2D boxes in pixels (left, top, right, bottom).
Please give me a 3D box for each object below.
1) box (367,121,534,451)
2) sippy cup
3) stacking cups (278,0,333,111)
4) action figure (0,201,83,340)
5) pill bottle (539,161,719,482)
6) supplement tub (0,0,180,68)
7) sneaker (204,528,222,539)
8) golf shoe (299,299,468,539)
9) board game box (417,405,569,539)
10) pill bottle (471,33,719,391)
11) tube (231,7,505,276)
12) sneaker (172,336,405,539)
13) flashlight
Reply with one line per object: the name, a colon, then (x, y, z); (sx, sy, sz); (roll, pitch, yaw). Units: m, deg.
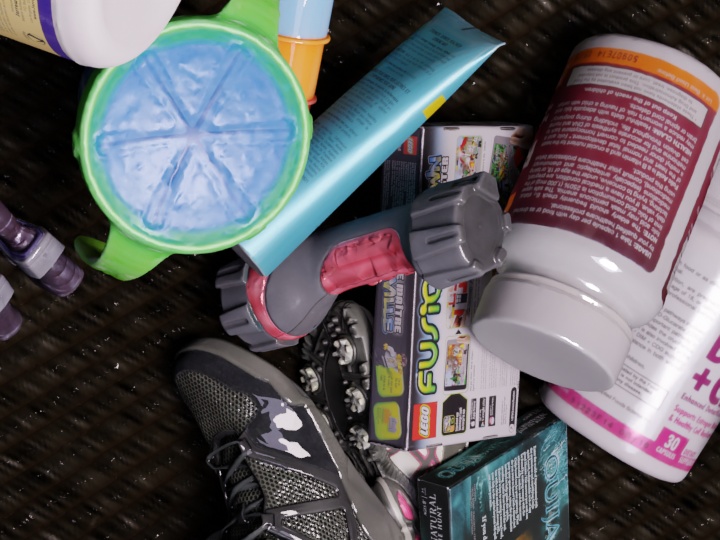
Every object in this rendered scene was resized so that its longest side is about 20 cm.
box: (0.058, 0.007, 1.451); (0.110, 0.035, 0.202); (-3, 99, -46)
sippy cup: (-0.109, -0.091, 1.350); (0.177, 0.130, 0.140); (-29, 112, -6)
stacking cups: (-0.044, -0.165, 1.394); (0.060, 0.061, 0.202); (6, 109, -21)
action figure: (-0.240, -0.039, 1.324); (0.130, 0.069, 0.200); (-47, 142, -16)
pill bottle: (0.213, 0.027, 1.512); (0.113, 0.113, 0.201); (27, 98, -25)
supplement tub: (-0.197, -0.203, 1.234); (0.199, 0.145, 0.147); (20, 104, 16)
sneaker: (-0.041, 0.220, 1.514); (0.198, 0.075, 0.116); (8, 103, -20)
golf shoe: (0.020, 0.098, 1.503); (0.088, 0.077, 0.201); (-29, 120, -27)
board game box: (0.093, 0.207, 1.543); (0.135, 0.028, 0.202); (-26, 120, -46)
pill bottle: (0.149, -0.035, 1.433); (0.114, 0.114, 0.201); (33, 70, -25)
tube: (-0.003, -0.082, 1.388); (0.200, 0.077, 0.050); (-44, 129, -5)
sneaker: (-0.064, 0.140, 1.441); (0.200, 0.076, 0.114); (55, 49, -10)
flashlight: (0.000, 0.000, 1.387); (0.068, 0.199, 0.068); (-37, 107, -45)
